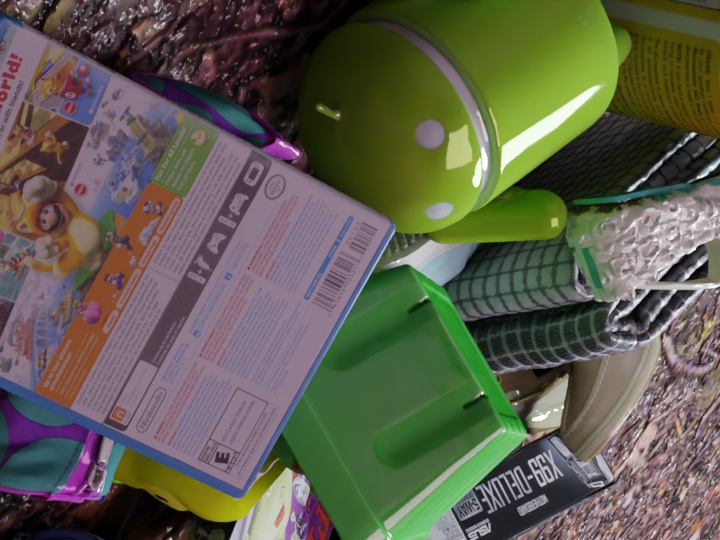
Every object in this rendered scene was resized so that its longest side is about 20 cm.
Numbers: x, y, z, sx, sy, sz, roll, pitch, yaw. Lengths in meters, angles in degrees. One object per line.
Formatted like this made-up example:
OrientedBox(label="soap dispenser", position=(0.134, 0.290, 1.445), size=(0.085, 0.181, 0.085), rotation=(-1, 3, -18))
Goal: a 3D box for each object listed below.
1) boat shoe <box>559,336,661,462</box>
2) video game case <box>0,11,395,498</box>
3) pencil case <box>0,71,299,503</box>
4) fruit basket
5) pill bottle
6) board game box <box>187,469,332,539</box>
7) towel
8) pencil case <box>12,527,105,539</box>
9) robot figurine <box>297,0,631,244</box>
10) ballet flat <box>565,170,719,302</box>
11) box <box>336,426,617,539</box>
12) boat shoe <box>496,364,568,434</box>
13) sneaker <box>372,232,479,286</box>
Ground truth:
OrientedBox(label="boat shoe", position=(0.147, 0.033, 1.514), size=(0.072, 0.065, 0.200), rotation=(-49, -165, 45))
OrientedBox(label="video game case", position=(-0.103, -0.003, 1.057), size=(0.199, 0.018, 0.144), rotation=(27, 97, -21))
OrientedBox(label="pencil case", position=(-0.111, 0.009, 1.114), size=(0.085, 0.092, 0.201), rotation=(15, 105, -55))
OrientedBox(label="fruit basket", position=(-0.034, 0.082, 1.202), size=(0.215, 0.156, 0.216), rotation=(-30, 172, -5))
OrientedBox(label="pill bottle", position=(0.192, -0.129, 1.321), size=(0.112, 0.199, 0.113), rotation=(-24, 122, -45))
OrientedBox(label="board game box", position=(-0.057, 0.155, 1.320), size=(0.120, 0.032, 0.201), rotation=(76, 27, -49))
OrientedBox(label="towel", position=(0.140, -0.018, 1.416), size=(0.200, 0.165, 0.086), rotation=(-42, 105, -32))
OrientedBox(label="pencil case", position=(-0.126, 0.195, 1.301), size=(0.086, 0.078, 0.200), rotation=(-16, 156, 14))
OrientedBox(label="robot figurine", position=(0.050, -0.096, 1.237), size=(0.200, 0.115, 0.176), rotation=(-36, 130, -32))
OrientedBox(label="ballet flat", position=(0.192, -0.026, 1.315), size=(0.199, 0.072, 0.072), rotation=(-16, 134, -30))
OrientedBox(label="box", position=(0.039, 0.165, 1.487), size=(0.158, 0.050, 0.200), rotation=(-34, 171, 39))
OrientedBox(label="boat shoe", position=(0.075, 0.070, 1.514), size=(0.200, 0.074, 0.067), rotation=(-17, 123, -56))
OrientedBox(label="sneaker", position=(0.000, 0.000, 1.307), size=(0.200, 0.074, 0.082), rotation=(-16, 137, -45))
